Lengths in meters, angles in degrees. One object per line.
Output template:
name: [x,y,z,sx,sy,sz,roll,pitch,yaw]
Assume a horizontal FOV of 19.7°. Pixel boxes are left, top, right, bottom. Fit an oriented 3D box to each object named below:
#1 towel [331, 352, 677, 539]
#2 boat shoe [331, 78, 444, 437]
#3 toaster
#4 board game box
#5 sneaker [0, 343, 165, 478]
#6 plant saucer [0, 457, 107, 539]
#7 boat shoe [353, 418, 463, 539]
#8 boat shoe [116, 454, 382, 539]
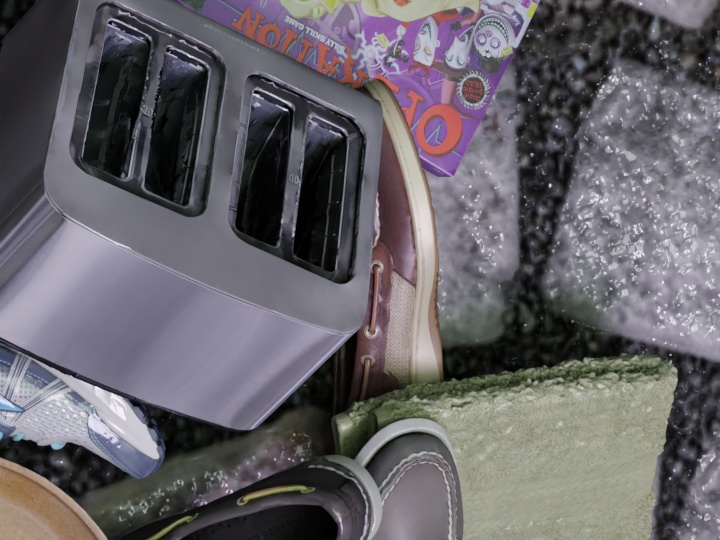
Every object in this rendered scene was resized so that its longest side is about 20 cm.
towel: [0.076,0.114,1.137,0.198,0.037,0.149,-8,127,-17]
boat shoe: [0.000,0.000,1.108,0.071,0.072,0.202,-10,113,-11]
toaster: [-0.096,-0.031,0.998,0.180,0.119,0.201,24,50,-23]
board game box: [-0.005,-0.150,1.122,0.199,0.032,0.121,30,86,-23]
sneaker: [-0.189,0.052,1.038,0.199,0.078,0.087,37,91,-15]
plant saucer: [-0.205,0.184,1.022,0.198,0.035,0.202,0,95,0]
boat shoe: [0.020,0.172,1.091,0.071,0.060,0.203,-1,123,-17]
boat shoe: [-0.084,0.155,1.041,0.200,0.061,0.072,-31,88,15]
